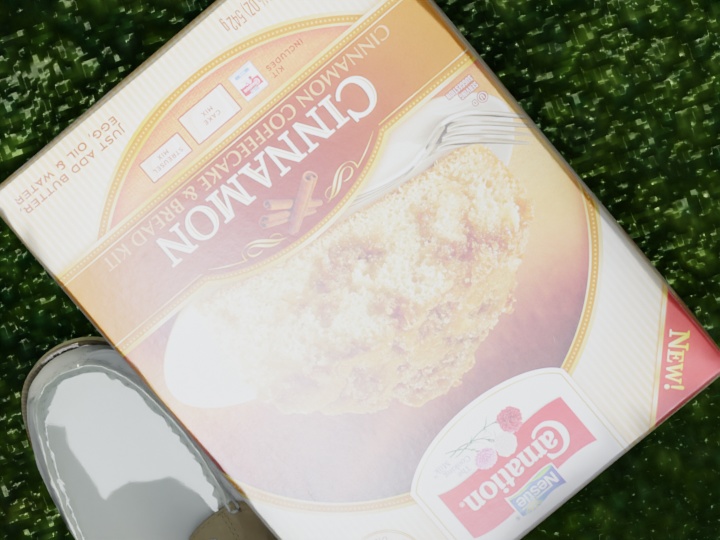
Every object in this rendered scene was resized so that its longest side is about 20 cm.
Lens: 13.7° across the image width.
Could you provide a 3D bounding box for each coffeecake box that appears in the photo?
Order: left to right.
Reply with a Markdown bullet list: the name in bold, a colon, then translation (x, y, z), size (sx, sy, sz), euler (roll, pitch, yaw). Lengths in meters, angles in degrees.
- **coffeecake box**: translation (0.000, 0.000, 1.000), size (0.153, 0.073, 0.200), euler (-40, 96, 4)

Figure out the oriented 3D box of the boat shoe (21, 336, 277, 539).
- **boat shoe**: translation (-0.053, 0.113, 1.042), size (0.075, 0.068, 0.200), euler (-33, 97, 12)
